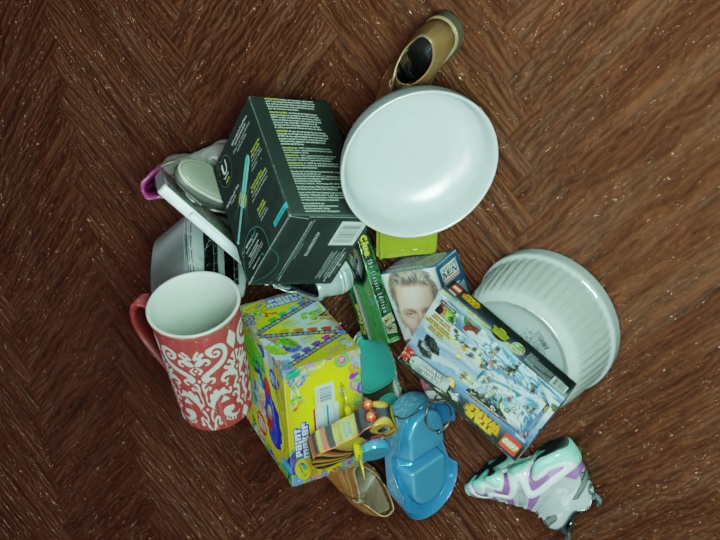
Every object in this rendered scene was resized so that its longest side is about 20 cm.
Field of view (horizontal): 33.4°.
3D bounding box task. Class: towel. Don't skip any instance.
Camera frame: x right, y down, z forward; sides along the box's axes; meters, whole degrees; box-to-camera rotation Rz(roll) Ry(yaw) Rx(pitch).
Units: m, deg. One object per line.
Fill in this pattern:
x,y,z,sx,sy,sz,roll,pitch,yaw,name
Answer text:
0.064,-0.104,1.550,0.085,0.018,0.202,-4,124,-9,towel

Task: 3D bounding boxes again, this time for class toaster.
-0.242,0.006,1.798,0.129,0.113,0.202,-41,42,41,toaster

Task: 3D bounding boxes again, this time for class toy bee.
0.005,0.203,1.619,0.131,0.200,0.109,51,-176,32,toy bee

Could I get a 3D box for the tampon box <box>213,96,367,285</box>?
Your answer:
-0.093,-0.104,1.585,0.150,0.125,0.201,-55,45,44,tampon box

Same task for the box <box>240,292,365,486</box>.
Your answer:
-0.088,0.166,1.750,0.193,0.121,0.202,-135,36,-53,box

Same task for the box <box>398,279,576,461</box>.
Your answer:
0.154,0.125,1.487,0.200,0.040,0.137,41,133,13,box

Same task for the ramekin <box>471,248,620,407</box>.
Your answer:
0.215,0.084,1.514,0.199,0.105,0.202,20,126,30,ramekin

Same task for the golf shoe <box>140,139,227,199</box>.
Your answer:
-0.243,-0.139,1.770,0.199,0.091,0.076,-12,106,41,golf shoe

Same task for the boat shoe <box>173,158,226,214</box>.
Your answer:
-0.204,-0.106,1.684,0.057,0.199,0.067,-33,69,23,boat shoe

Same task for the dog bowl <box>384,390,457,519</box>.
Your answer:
0.083,0.263,1.732,0.049,0.111,0.202,23,129,43,dog bowl

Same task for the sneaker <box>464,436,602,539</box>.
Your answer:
0.242,0.320,1.653,0.199,0.078,0.141,-26,96,46,sneaker

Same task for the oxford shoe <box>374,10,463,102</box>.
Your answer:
0.054,-0.232,1.484,0.071,0.071,0.201,39,136,10,oxford shoe

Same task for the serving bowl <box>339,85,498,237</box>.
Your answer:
0.066,-0.142,1.476,0.066,0.198,0.202,-113,22,-55,serving bowl

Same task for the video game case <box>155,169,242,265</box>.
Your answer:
-0.208,-0.063,1.696,0.200,0.018,0.143,42,-178,-17,video game case

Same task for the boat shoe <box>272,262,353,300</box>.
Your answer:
-0.092,-0.003,1.712,0.200,0.071,0.071,19,126,52,boat shoe

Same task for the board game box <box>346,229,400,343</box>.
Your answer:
0.000,0.000,1.648,0.105,0.023,0.202,0,108,68,board game box

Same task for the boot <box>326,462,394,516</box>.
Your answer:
-0.026,0.292,1.815,0.200,0.074,0.155,43,171,-6,boot

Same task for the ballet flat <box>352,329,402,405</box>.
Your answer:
0.023,0.173,1.758,0.071,0.072,0.202,-4,111,41,ballet flat

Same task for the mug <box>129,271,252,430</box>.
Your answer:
-0.231,0.109,1.718,0.177,0.133,0.201,43,151,43,mug

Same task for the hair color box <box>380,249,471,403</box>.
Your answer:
0.110,0.079,1.630,0.099,0.060,0.202,-8,109,41,hair color box
